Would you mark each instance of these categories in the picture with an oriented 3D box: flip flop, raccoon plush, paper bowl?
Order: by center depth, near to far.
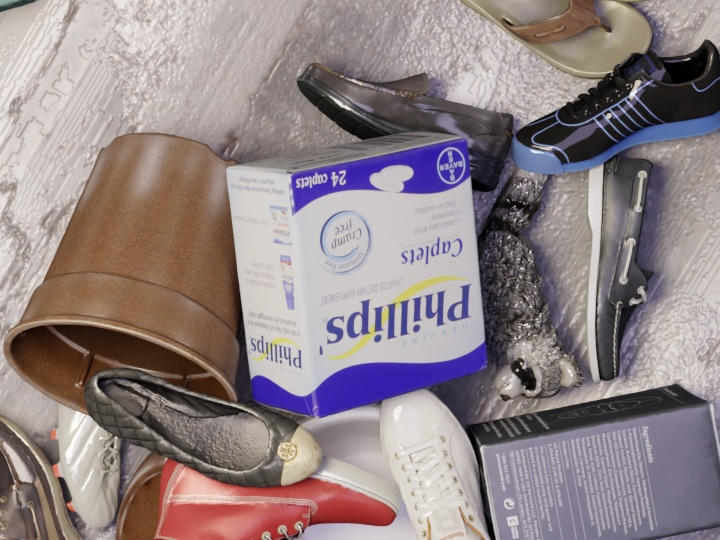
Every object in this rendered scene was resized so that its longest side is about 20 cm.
[{"bbox_3d":[0.003,0.212,1.631,0.199,0.104,0.203,0,92,1],"label":"paper bowl"},{"bbox_3d":[0.158,0.017,1.633,0.133,0.097,0.201,29,92,-8],"label":"raccoon plush"},{"bbox_3d":[0.163,-0.234,1.638,0.199,0.058,0.081,31,92,0],"label":"flip flop"}]

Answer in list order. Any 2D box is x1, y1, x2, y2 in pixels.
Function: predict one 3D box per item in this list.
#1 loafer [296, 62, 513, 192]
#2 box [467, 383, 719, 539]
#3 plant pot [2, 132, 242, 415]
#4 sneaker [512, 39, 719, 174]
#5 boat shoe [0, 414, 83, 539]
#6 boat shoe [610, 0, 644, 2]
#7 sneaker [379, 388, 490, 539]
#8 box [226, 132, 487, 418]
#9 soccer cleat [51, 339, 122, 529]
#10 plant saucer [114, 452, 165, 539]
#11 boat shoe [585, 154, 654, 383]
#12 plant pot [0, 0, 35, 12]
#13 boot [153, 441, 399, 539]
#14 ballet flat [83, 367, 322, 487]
[{"bbox_3d":[0.041,-0.141,1.643,0.199,0.073,0.073,25,83,-9],"label":"loafer"},{"bbox_3d":[0.201,0.174,1.602,0.198,0.148,0.108,-11,92,0],"label":"box"},{"bbox_3d":[-0.178,0.005,1.571,0.199,0.201,0.200,13,62,1],"label":"plant pot"},{"bbox_3d":[0.224,-0.146,1.622,0.198,0.070,0.078,-16,127,-6],"label":"sneaker"},{"bbox_3d":[-0.302,0.218,1.640,0.074,0.073,0.201,-30,91,40],"label":"boat shoe"},{"bbox_3d":[0.187,-0.283,1.607,0.199,0.073,0.063,11,123,-14],"label":"boat shoe"},{"bbox_3d":[0.071,0.188,1.535,0.072,0.085,0.201,-22,90,0],"label":"sneaker"},{"bbox_3d":[0.000,0.000,1.531,0.183,0.105,0.202,-14,103,-33],"label":"box"},{"bbox_3d":[-0.233,0.128,1.650,0.077,0.069,0.202,-9,88,14],"label":"soccer cleat"},{"bbox_3d":[-0.150,0.244,1.613,0.199,0.032,0.202,0,90,39],"label":"plant saucer"},{"bbox_3d":[0.228,-0.001,1.635,0.060,0.076,0.202,1,92,7],"label":"boat shoe"},{"bbox_3d":[-0.357,-0.318,1.613,0.140,0.141,0.202,-15,98,2],"label":"plant pot"},{"bbox_3d":[-0.072,0.221,1.515,0.198,0.073,0.145,10,61,-2],"label":"boot"},{"bbox_3d":[-0.127,0.128,1.484,0.198,0.057,0.067,16,76,-1],"label":"ballet flat"}]
